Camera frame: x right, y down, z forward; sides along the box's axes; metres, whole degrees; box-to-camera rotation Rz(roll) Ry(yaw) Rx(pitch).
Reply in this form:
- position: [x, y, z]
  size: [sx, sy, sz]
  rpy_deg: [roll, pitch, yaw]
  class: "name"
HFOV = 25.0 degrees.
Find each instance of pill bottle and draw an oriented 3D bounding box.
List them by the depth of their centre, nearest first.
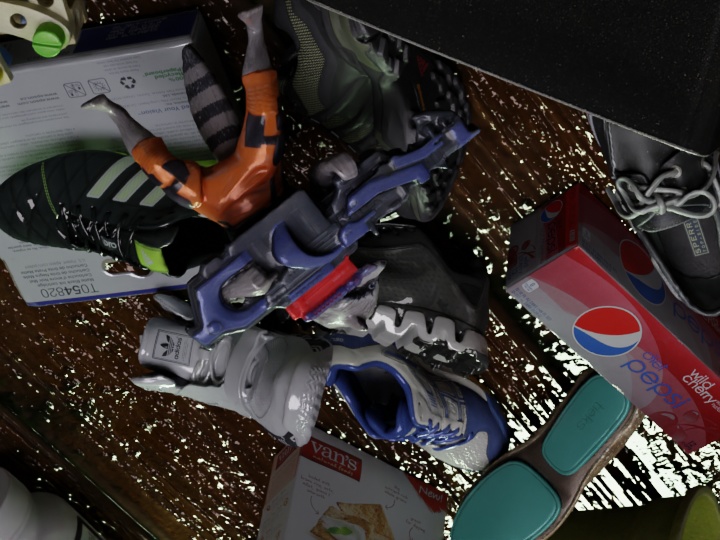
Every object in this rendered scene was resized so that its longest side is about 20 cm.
- position: [-0.257, 0.253, 1.334]
  size: [0.111, 0.111, 0.200]
  rpy_deg: [-21, 126, 25]
  class: "pill bottle"

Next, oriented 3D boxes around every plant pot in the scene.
- position: [0.120, -0.178, 0.799]
  size: [0.199, 0.200, 0.178]
  rpy_deg: [24, 103, 13]
  class: "plant pot"
- position: [0.170, 0.258, 1.235]
  size: [0.184, 0.200, 0.200]
  rpy_deg: [0, 133, 25]
  class: "plant pot"

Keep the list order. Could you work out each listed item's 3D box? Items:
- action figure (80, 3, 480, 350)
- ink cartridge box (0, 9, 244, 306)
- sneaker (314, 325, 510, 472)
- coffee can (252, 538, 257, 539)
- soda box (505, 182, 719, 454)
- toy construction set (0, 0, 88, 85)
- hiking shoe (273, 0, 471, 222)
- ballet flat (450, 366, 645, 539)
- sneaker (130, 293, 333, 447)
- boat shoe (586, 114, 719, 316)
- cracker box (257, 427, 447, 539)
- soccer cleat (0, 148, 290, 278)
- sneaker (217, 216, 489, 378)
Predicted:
- position: [-0.036, -0.056, 0.939]
  size: [0.200, 0.105, 0.194]
  rpy_deg: [-30, 99, -2]
  class: "action figure"
- position: [-0.167, -0.069, 1.072]
  size: [0.199, 0.041, 0.200]
  rpy_deg: [-6, 131, 14]
  class: "ink cartridge box"
- position: [0.033, 0.100, 1.164]
  size: [0.075, 0.088, 0.200]
  rpy_deg: [-31, 122, 29]
  class: "sneaker"
- position: [-0.042, 0.338, 1.352]
  size: [0.146, 0.146, 0.200]
  rpy_deg: [-22, 125, 26]
  class: "coffee can"
- position: [0.186, 0.035, 1.091]
  size: [0.063, 0.070, 0.200]
  rpy_deg: [-34, 119, 31]
  class: "soda box"
- position: [-0.214, -0.198, 0.931]
  size: [0.131, 0.092, 0.200]
  rpy_deg: [-5, 139, 11]
  class: "toy construction set"
- position: [0.002, -0.111, 0.997]
  size: [0.101, 0.076, 0.200]
  rpy_deg: [13, 144, 30]
  class: "hiking shoe"
- position: [0.144, 0.143, 1.183]
  size: [0.200, 0.065, 0.071]
  rpy_deg: [-48, 71, 26]
  class: "ballet flat"
- position: [-0.090, 0.066, 1.095]
  size: [0.115, 0.200, 0.075]
  rpy_deg: [15, 88, -13]
  class: "sneaker"
- position: [0.189, -0.052, 1.011]
  size: [0.074, 0.068, 0.199]
  rpy_deg: [-11, 129, 18]
  class: "boat shoe"
- position: [-0.011, 0.226, 1.209]
  size: [0.134, 0.200, 0.058]
  rpy_deg: [28, 129, -16]
  class: "cracker box"
- position: [-0.141, -0.033, 1.017]
  size: [0.200, 0.081, 0.068]
  rpy_deg: [-2, 132, 10]
  class: "soccer cleat"
- position: [0.000, 0.000, 1.080]
  size: [0.200, 0.091, 0.066]
  rpy_deg: [19, 161, -13]
  class: "sneaker"
